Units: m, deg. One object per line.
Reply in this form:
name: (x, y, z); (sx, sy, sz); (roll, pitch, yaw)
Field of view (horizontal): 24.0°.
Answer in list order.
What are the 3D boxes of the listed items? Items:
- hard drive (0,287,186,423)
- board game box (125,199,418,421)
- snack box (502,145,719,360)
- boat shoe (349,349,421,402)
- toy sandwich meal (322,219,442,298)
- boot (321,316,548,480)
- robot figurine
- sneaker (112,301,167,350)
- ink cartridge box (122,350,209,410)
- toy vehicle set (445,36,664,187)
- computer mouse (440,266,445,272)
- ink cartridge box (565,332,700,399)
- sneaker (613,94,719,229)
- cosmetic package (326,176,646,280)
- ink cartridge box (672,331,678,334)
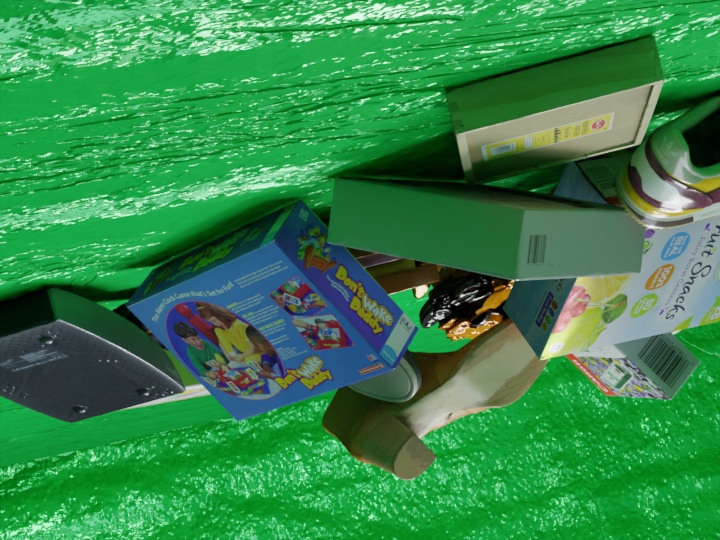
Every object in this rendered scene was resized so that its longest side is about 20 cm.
hard drive: (-0.245, 0.071, 1.396); (0.134, 0.043, 0.200); (-16, 154, 20)
board game box: (-0.070, 0.035, 1.277); (0.199, 0.135, 0.045); (-21, -152, 47)
snack box: (0.234, -0.022, 1.367); (0.199, 0.068, 0.169); (-11, 139, -30)
boat shoe: (-0.020, 0.051, 1.434); (0.199, 0.067, 0.057); (21, -143, 34)
toy sandwich meal: (0.000, 0.000, 1.376); (0.203, 0.071, 0.205); (-13, 173, -2)
boot: (0.061, 0.085, 1.449); (0.201, 0.071, 0.144); (-42, -149, -10)
robot figurine: (0.142, 0.001, 1.464); (0.144, 0.059, 0.200); (14, 142, -41)
sneaker: (-0.129, 0.058, 1.498); (0.199, 0.091, 0.070); (-6, 170, -45)
ink cartridge box: (-0.156, 0.078, 1.653); (0.147, 0.076, 0.199); (-7, 172, -41)
toy vehicle set: (0.120, -0.094, 1.059); (0.123, 0.027, 0.200); (-14, 173, 3)
computer mouse: (0.114, -0.013, 1.578); (0.199, 0.046, 0.140); (-19, 170, 34)
ink cartridge box: (0.219, 0.065, 1.563); (0.050, 0.109, 0.200); (-49, -169, -13)
sneaker: (0.278, -0.089, 1.210); (0.199, 0.075, 0.090); (-21, 161, -31)
cosmetic package: (0.093, -0.031, 1.188); (0.150, 0.052, 0.199); (9, -174, 32)
ink cartridge box: (0.342, -0.017, 1.592); (0.199, 0.084, 0.145); (-32, 173, 9)
